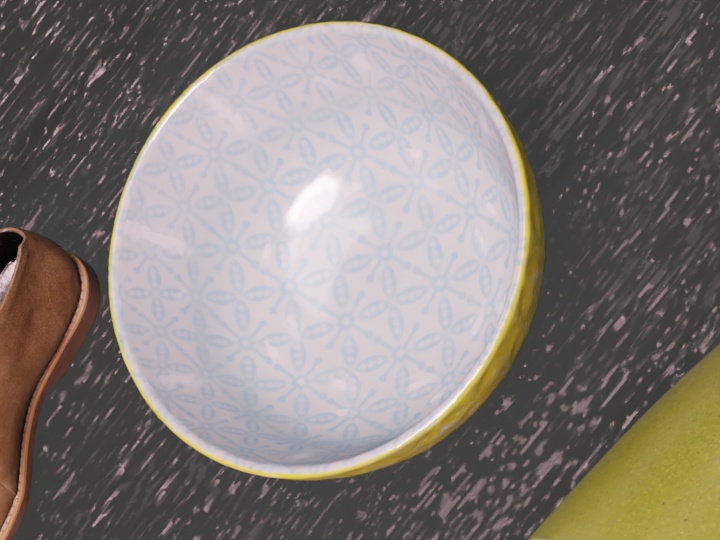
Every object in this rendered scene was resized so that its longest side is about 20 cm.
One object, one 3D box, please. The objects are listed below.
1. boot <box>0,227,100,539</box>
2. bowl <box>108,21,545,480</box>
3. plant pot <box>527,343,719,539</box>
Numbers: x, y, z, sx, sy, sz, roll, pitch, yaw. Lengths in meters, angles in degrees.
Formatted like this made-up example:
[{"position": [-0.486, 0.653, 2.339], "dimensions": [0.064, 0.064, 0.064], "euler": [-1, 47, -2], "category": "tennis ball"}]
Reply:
[{"position": [-0.195, 0.073, 0.946], "dimensions": [0.073, 0.075, 0.201], "euler": [15, 77, 21], "category": "boot"}, {"position": [0.000, 0.000, 0.862], "dimensions": [0.200, 0.108, 0.201], "euler": [-7, 74, 25], "category": "bowl"}, {"position": [0.193, 0.076, 0.723], "dimensions": [0.187, 0.187, 0.200], "euler": [29, 76, 30], "category": "plant pot"}]
